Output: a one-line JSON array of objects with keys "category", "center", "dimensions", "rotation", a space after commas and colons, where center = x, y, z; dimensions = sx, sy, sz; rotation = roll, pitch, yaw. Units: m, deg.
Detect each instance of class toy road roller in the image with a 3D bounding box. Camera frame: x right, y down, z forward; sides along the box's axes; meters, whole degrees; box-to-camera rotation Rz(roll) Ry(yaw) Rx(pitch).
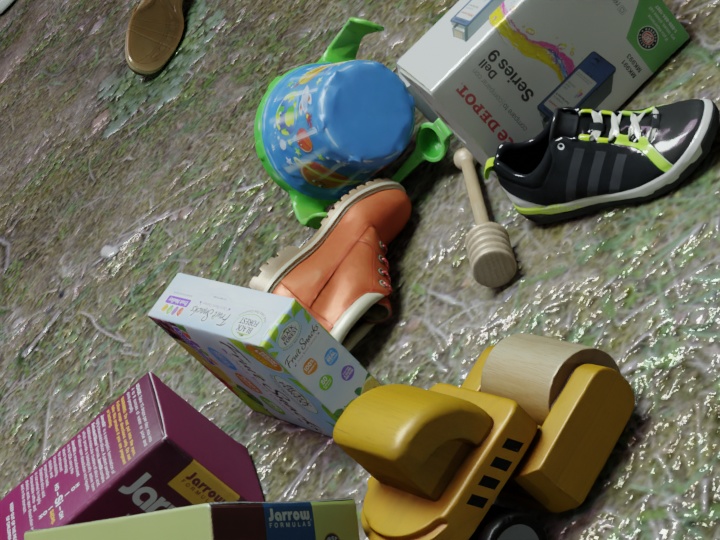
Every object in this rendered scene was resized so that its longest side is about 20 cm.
[{"category": "toy road roller", "center": [0.075, 0.111, 1.135], "dimensions": [0.123, 0.146, 0.200], "rotation": [10, 61, 55]}]

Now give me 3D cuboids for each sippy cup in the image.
[{"category": "sippy cup", "center": [-0.015, -0.136, 1.538], "dimensions": [0.139, 0.178, 0.130], "rotation": [-23, 3, -22]}]

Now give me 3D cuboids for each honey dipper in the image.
[{"category": "honey dipper", "center": [0.100, -0.055, 1.423], "dimensions": [0.038, 0.038, 0.200], "rotation": [-36, 29, 17]}]

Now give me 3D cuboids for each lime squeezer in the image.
[{"category": "lime squeezer", "center": [0.082, -0.130, 1.515], "dimensions": [0.200, 0.038, 0.071], "rotation": [-39, 5, 14]}]

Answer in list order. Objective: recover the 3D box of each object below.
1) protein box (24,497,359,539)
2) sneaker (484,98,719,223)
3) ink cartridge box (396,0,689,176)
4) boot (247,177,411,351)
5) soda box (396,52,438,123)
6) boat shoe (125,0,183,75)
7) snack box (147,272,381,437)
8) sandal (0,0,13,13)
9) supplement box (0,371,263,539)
[{"category": "protein box", "center": [-0.109, 0.262, 1.114], "dimensions": [0.200, 0.135, 0.199], "rotation": [-16, 75, 42]}, {"category": "sneaker", "center": [0.185, -0.095, 1.315], "dimensions": [0.200, 0.083, 0.072], "rotation": [-23, 37, 35]}, {"category": "ink cartridge box", "center": [0.153, -0.185, 1.402], "dimensions": [0.200, 0.145, 0.088], "rotation": [-43, 31, 3]}, {"category": "boot", "center": [0.000, 0.000, 1.459], "dimensions": [0.107, 0.075, 0.200], "rotation": [29, 53, 23]}, {"category": "soda box", "center": [0.131, -0.218, 1.552], "dimensions": [0.200, 0.068, 0.064], "rotation": [-36, 31, 19]}, {"category": "boat shoe", "center": [-0.277, -0.330, 2.233], "dimensions": [0.072, 0.072, 0.200], "rotation": [122, 158, -53]}, {"category": "snack box", "center": [-0.075, 0.073, 1.380], "dimensions": [0.053, 0.142, 0.200], "rotation": [-55, 31, -16]}, {"category": "sandal", "center": [-0.636, -0.505, 2.912], "dimensions": [0.082, 0.050, 0.203], "rotation": [-45, 29, 1]}, {"category": "supplement box", "center": [-0.198, 0.206, 1.388], "dimensions": [0.200, 0.131, 0.103], "rotation": [-41, 31, 9]}]
